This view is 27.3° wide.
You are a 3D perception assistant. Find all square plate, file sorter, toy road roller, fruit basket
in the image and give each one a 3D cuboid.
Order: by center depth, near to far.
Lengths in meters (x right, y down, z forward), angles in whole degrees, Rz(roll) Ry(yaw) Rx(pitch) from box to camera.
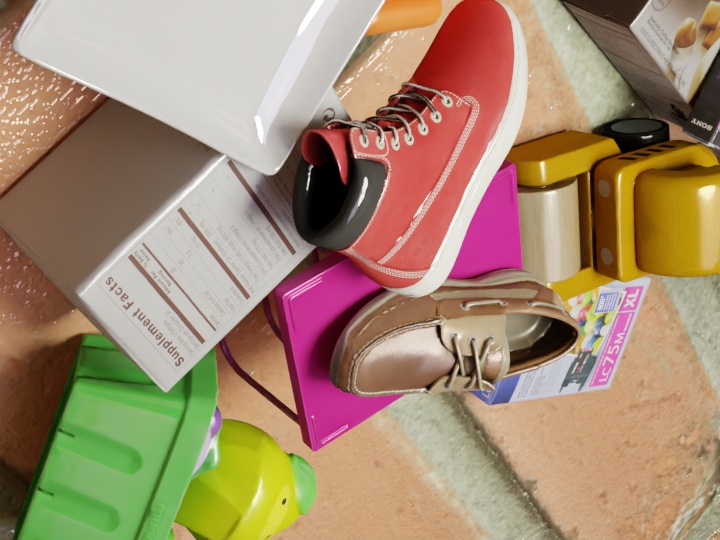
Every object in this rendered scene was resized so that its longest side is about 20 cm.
[{"bbox_3d":[-0.064,-0.168,0.791,0.200,0.028,0.198,24,101,-49],"label":"square plate"},{"bbox_3d":[-0.122,0.153,1.020,0.215,0.156,0.216,-2,109,-5],"label":"fruit basket"},{"bbox_3d":[0.000,0.000,1.059,0.200,0.125,0.139,-30,132,-25],"label":"file sorter"},{"bbox_3d":[0.215,-0.044,1.195,0.200,0.146,0.123,-18,113,-31],"label":"toy road roller"}]

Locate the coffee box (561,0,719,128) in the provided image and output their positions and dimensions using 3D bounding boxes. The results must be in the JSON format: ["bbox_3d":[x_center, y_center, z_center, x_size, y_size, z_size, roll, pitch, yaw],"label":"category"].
[{"bbox_3d":[0.259,-0.202,1.191,0.114,0.080,0.200,-54,139,-1],"label":"coffee box"}]

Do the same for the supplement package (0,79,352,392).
[{"bbox_3d":[-0.107,-0.048,0.936,0.200,0.117,0.117,-44,139,-10],"label":"supplement package"}]

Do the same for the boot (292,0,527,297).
[{"bbox_3d":[0.029,-0.095,0.905,0.144,0.072,0.200,31,77,-54],"label":"boot"}]

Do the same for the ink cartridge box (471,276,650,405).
[{"bbox_3d":[0.166,0.055,1.313,0.200,0.042,0.119,-1,117,-40],"label":"ink cartridge box"}]

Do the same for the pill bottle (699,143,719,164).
[{"bbox_3d":[0.369,-0.038,1.311,0.112,0.200,0.112,-23,130,-31],"label":"pill bottle"}]

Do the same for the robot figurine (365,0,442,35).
[{"bbox_3d":[0.015,-0.235,0.925,0.200,0.117,0.144,-9,134,-39],"label":"robot figurine"}]

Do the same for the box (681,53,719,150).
[{"bbox_3d":[0.350,-0.180,1.206,0.143,0.036,0.200,15,102,-47],"label":"box"}]

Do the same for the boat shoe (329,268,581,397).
[{"bbox_3d":[0.070,0.046,1.004,0.200,0.072,0.076,-16,125,-35],"label":"boat shoe"}]
